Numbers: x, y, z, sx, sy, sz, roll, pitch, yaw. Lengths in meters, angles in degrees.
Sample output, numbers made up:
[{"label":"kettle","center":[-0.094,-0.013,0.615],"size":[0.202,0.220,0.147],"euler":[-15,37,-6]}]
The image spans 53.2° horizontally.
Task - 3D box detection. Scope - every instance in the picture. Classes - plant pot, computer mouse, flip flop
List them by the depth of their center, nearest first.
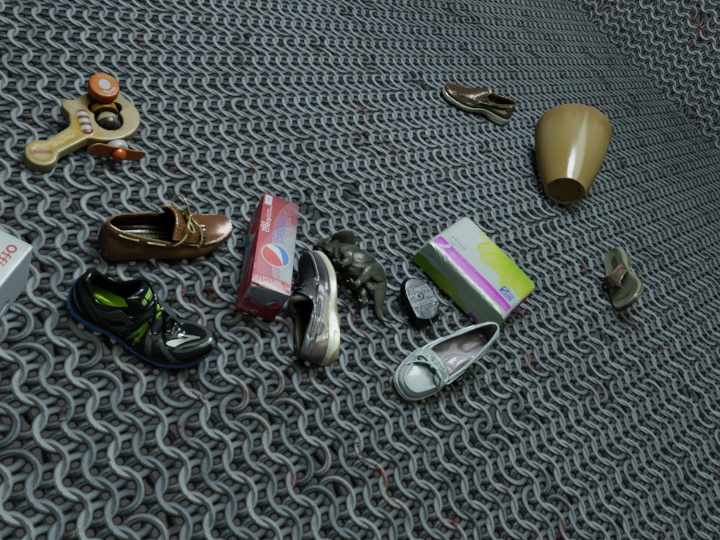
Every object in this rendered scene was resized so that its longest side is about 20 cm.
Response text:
[{"label":"computer mouse","center":[0.119,0.101,1.215],"size":[0.058,0.034,0.201],"euler":[-11,65,-26]},{"label":"flip flop","center":[0.559,0.013,1.568],"size":[0.057,0.081,0.200],"euler":[28,37,-17]},{"label":"plant pot","center":[0.502,-0.264,1.732],"size":[0.186,0.186,0.201],"euler":[26,54,-12]}]

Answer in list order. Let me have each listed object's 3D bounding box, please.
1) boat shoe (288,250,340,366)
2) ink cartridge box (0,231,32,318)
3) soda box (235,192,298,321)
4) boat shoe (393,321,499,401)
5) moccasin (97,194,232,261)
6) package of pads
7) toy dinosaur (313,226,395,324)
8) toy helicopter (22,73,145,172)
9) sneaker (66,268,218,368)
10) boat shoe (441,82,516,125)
[{"label":"boat shoe","center":[-0.076,0.050,1.090],"size":[0.065,0.072,0.201],"euler":[14,51,-31]},{"label":"ink cartridge box","center":[-0.506,-0.005,0.824],"size":[0.199,0.083,0.147],"euler":[28,42,-12]},{"label":"soda box","center":[-0.142,-0.023,1.110],"size":[0.063,0.070,0.201],"euler":[21,43,-19]},{"label":"boat shoe","center":[0.138,0.138,1.141],"size":[0.201,0.065,0.075],"euler":[-23,71,-29]},{"label":"moccasin","center":[-0.276,-0.062,1.045],"size":[0.201,0.078,0.074],"euler":[-1,53,-36]},{"label":"package of pads","center":[0.216,0.003,1.342],"size":[0.200,0.068,0.154],"euler":[46,42,10]},{"label":"toy dinosaur","center":[0.000,0.000,1.186],"size":[0.200,0.077,0.102],"euler":[39,47,7]},{"label":"toy helicopter","center":[-0.418,-0.202,1.098],"size":[0.132,0.079,0.200],"euler":[46,51,-3]},{"label":"sneaker","center":[-0.277,0.061,0.925],"size":[0.199,0.083,0.071],"euler":[28,41,-11]},{"label":"boat shoe","center":[0.302,-0.438,1.812],"size":[0.201,0.075,0.075],"euler":[15,45,-24]}]
